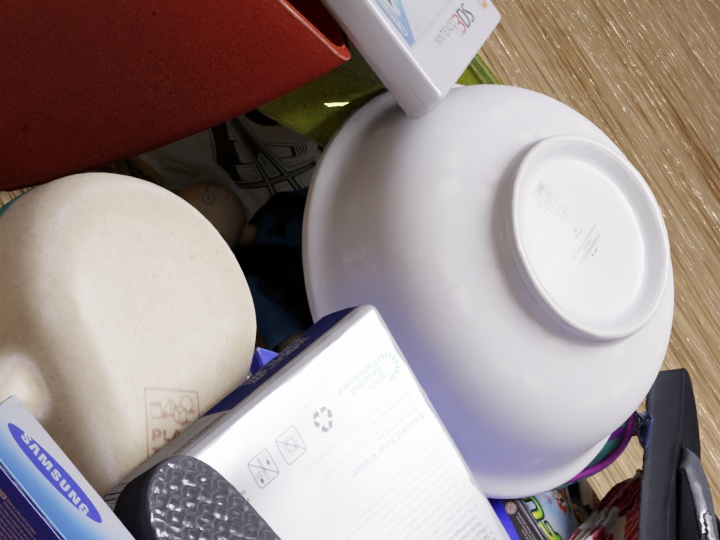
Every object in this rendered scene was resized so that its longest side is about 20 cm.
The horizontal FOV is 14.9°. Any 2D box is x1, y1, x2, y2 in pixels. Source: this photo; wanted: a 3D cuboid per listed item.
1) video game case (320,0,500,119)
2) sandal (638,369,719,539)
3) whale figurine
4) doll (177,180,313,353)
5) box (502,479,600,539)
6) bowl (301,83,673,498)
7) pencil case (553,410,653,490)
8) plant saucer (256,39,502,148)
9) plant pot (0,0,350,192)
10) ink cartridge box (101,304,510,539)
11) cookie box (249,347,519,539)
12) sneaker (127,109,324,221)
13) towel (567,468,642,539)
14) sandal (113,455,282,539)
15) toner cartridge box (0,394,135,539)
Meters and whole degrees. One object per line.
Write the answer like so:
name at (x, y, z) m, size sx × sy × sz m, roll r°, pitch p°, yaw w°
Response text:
video game case at (-0.013, -0.173, 1.280) m, size 0.200 × 0.022 × 0.182 m, roll 52°, pitch 19°, yaw -6°
sandal at (0.171, 0.127, 1.429) m, size 0.201 × 0.043 × 0.076 m, roll -83°, pitch 161°, yaw -44°
whale figurine at (-0.109, 0.064, 1.117) m, size 0.159 × 0.103 × 0.201 m, roll 5°, pitch 73°, yaw -45°
doll at (0.000, 0.000, 1.376) m, size 0.199 × 0.049 × 0.137 m, roll 16°, pitch 47°, yaw 0°
box at (0.072, 0.098, 1.497) m, size 0.201 × 0.035 × 0.110 m, roll 57°, pitch 21°, yaw 11°
bowl at (0.078, -0.004, 1.263) m, size 0.200 × 0.090 × 0.202 m, roll 15°, pitch 65°, yaw -35°
pencil case at (0.089, 0.023, 1.475) m, size 0.085 × 0.093 × 0.201 m, roll 4°, pitch 40°, yaw -17°
plant saucer at (0.011, -0.099, 1.388) m, size 0.199 × 0.048 × 0.200 m, roll 27°, pitch 16°, yaw -29°
plant pot at (-0.144, -0.157, 1.245) m, size 0.200 × 0.176 × 0.200 m, roll 40°, pitch 24°, yaw -35°
ink cartridge box at (-0.017, 0.148, 1.077) m, size 0.196 × 0.043 × 0.201 m, roll -38°, pitch 104°, yaw -37°
cookie box at (0.014, 0.149, 1.235) m, size 0.171 × 0.075 × 0.201 m, roll 21°, pitch 38°, yaw -52°
sneaker at (-0.042, -0.066, 1.445) m, size 0.200 × 0.088 × 0.076 m, roll 25°, pitch 32°, yaw -53°
towel at (0.147, 0.197, 1.445) m, size 0.145 × 0.023 × 0.200 m, roll 69°, pitch 24°, yaw -7°
sandal at (-0.023, 0.155, 1.021) m, size 0.201 × 0.043 × 0.076 m, roll 53°, pitch 32°, yaw -5°
toner cartridge box at (-0.097, 0.152, 0.973) m, size 0.200 × 0.095 × 0.043 m, roll 52°, pitch 20°, yaw -5°
